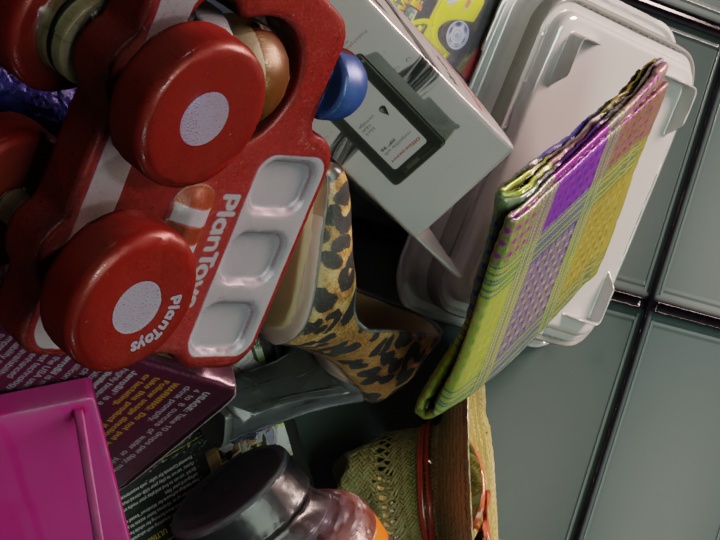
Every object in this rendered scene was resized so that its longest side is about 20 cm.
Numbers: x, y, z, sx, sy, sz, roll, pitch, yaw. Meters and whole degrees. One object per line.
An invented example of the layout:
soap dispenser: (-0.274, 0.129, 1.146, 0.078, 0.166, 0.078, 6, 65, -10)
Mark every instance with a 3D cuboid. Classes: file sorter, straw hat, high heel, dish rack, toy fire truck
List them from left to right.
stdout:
file sorter: (-0.200, 0.155, 1.109, 0.199, 0.126, 0.139, -11, 140, -4)
toy fire truck: (-0.076, -0.051, 1.050, 0.168, 0.112, 0.200, 1, 117, -50)
high heel: (0.000, 0.000, 1.221, 0.142, 0.071, 0.200, -20, 149, -32)
straw hat: (0.027, 0.129, 1.357, 0.085, 0.201, 0.202, -3, 109, 7)
dish rack: (0.112, -0.053, 1.377, 0.171, 0.043, 0.200, 16, 98, -50)

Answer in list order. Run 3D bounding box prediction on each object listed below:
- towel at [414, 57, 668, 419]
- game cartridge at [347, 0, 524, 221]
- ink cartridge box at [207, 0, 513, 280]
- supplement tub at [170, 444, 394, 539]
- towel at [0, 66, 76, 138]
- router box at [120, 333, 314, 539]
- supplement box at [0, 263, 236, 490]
towel: (0.095, -0.018, 1.264, 0.200, 0.023, 0.144, -41, 155, -50)
game cartridge: (0.039, -0.138, 1.314, 0.133, 0.041, 0.200, 39, 79, -44)
ink cartridge box: (-0.004, -0.096, 1.177, 0.068, 0.116, 0.200, -41, 127, 7)
supplement tub: (-0.012, 0.185, 1.263, 0.107, 0.107, 0.200, -42, 110, -19)
towel: (-0.139, -0.099, 1.141, 0.200, 0.148, 0.050, 24, 103, -36)
router box: (-0.121, 0.123, 1.276, 0.200, 0.051, 0.149, -29, 118, -28)
supplement box: (-0.169, 0.005, 1.144, 0.200, 0.131, 0.103, 20, 134, -37)
